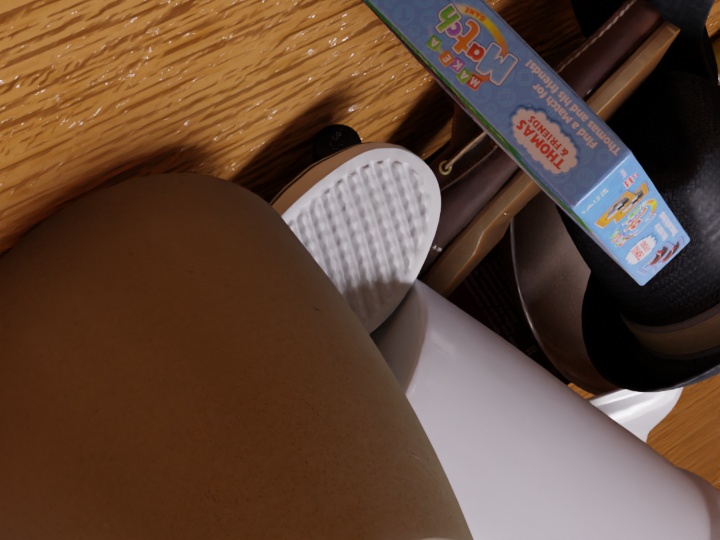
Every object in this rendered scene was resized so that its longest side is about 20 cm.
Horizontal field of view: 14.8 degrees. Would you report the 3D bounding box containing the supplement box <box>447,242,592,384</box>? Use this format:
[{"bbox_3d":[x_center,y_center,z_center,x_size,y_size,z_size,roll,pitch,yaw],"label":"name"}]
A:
[{"bbox_3d":[0.073,0.038,1.523,0.200,0.086,0.110,-31,178,-38],"label":"supplement box"}]

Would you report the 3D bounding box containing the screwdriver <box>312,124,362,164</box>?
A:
[{"bbox_3d":[0.000,0.000,1.316,0.028,0.029,0.200,-2,145,7],"label":"screwdriver"}]

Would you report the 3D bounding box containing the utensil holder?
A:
[{"bbox_3d":[0.049,0.119,1.279,0.170,0.200,0.170,-41,-153,26],"label":"utensil holder"}]

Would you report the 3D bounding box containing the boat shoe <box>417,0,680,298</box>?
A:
[{"bbox_3d":[0.065,-0.062,1.325,0.200,0.070,0.070,-46,173,14],"label":"boat shoe"}]

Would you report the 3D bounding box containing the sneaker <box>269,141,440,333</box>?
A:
[{"bbox_3d":[-0.046,0.019,1.245,0.200,0.078,0.079,-52,-155,2],"label":"sneaker"}]

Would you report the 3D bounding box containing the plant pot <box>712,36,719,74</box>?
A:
[{"bbox_3d":[0.308,-0.084,1.693,0.177,0.200,0.200,-54,166,-10],"label":"plant pot"}]

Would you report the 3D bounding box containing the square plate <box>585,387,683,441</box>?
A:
[{"bbox_3d":[0.067,0.113,1.461,0.199,0.029,0.198,-20,169,-12],"label":"square plate"}]

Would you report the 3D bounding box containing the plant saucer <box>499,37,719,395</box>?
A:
[{"bbox_3d":[0.135,-0.033,1.465,0.200,0.032,0.201,-5,97,-45],"label":"plant saucer"}]

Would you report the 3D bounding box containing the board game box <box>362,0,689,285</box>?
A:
[{"bbox_3d":[0.065,-0.071,1.159,0.037,0.151,0.200,-45,164,4],"label":"board game box"}]

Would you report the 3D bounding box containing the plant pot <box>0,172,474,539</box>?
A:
[{"bbox_3d":[-0.044,0.091,1.086,0.187,0.200,0.188,-22,131,-27],"label":"plant pot"}]

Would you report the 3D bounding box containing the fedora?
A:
[{"bbox_3d":[0.155,-0.036,1.338,0.200,0.092,0.201,-42,-157,22],"label":"fedora"}]

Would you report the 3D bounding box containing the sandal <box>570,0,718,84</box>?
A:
[{"bbox_3d":[0.140,-0.136,1.356,0.075,0.048,0.201,-3,153,5],"label":"sandal"}]
